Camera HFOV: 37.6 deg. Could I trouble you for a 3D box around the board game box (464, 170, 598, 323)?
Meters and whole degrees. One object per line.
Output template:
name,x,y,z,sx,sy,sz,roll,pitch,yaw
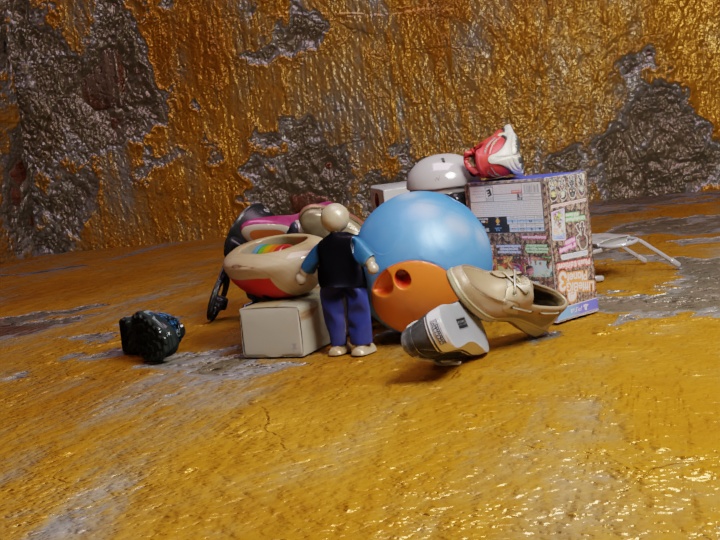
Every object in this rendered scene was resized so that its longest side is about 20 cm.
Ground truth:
board game box,0.246,-0.035,1.533,0.096,0.203,0.158,-11,8,-39

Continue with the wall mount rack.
wall mount rack,0.450,-0.028,1.854,0.171,0.076,0.200,-12,8,-13

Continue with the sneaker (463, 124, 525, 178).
sneaker,0.194,-0.173,1.580,0.084,0.078,0.200,-11,5,6

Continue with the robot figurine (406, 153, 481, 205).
robot figurine,0.137,-0.080,1.644,0.149,0.203,0.124,2,12,45

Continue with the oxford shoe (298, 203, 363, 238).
oxford shoe,-0.011,-0.026,1.590,0.199,0.071,0.075,33,32,-10

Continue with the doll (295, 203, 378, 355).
doll,-0.029,0.011,1.424,0.135,0.203,0.048,-2,8,34

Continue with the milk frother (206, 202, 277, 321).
milk frother,-0.158,0.022,1.838,0.187,0.202,0.180,31,36,20

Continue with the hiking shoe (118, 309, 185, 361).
hiking shoe,-0.301,0.089,1.593,0.086,0.076,0.199,-11,8,-27

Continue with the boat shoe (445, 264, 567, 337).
boat shoe,0.186,0.027,1.333,0.199,0.073,0.065,23,-54,-40

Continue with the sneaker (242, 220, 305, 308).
sneaker,-0.138,0.007,1.662,0.083,0.202,0.075,5,36,-20

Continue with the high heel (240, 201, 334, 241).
high heel,-0.114,-0.085,1.760,0.197,0.097,0.068,1,-40,-26

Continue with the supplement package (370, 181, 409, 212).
supplement package,0.109,-0.074,2.036,0.145,0.195,0.200,-8,6,-6

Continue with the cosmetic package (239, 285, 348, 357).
cosmetic package,-0.082,0.070,1.546,0.104,0.072,0.200,-3,8,24

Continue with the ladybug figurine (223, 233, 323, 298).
ladybug figurine,-0.122,-0.005,1.547,0.135,0.073,0.199,-25,17,-34

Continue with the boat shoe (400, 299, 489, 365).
boat shoe,0.102,0.081,1.281,0.067,0.075,0.199,-25,-6,19

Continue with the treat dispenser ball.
treat dispenser ball,0.086,-0.009,1.481,0.197,0.204,0.201,-7,7,1
